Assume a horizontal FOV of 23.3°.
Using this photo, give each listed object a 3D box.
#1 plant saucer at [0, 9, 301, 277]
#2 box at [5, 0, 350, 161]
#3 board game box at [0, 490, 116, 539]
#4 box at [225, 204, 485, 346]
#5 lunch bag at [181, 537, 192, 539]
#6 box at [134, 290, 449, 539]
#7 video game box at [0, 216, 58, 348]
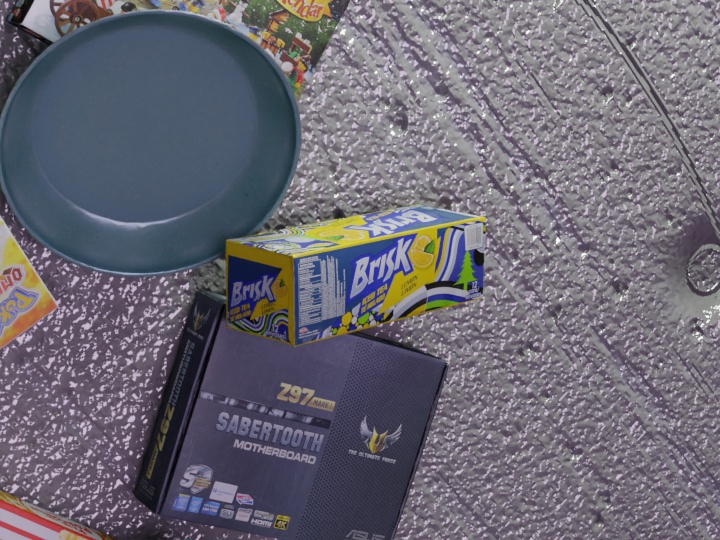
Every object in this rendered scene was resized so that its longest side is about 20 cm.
[{"bbox_3d":[-0.139,-0.088,1.145,0.199,0.036,0.201,-7,125,-11],"label":"plant saucer"},{"bbox_3d":[-0.117,-0.177,1.167,0.200,0.038,0.137,29,88,-31],"label":"box"},{"bbox_3d":[-0.274,0.218,1.168,0.200,0.046,0.152,29,87,-30],"label":"board game box"},{"bbox_3d":[0.000,0.000,1.221,0.200,0.070,0.065,-11,108,-46],"label":"box"},{"bbox_3d":[-0.126,0.301,1.155,0.200,0.170,0.122,-33,148,-39],"label":"lunch bag"},{"bbox_3d":[-0.048,0.114,1.265,0.199,0.051,0.158,17,92,-31],"label":"box"},{"bbox_3d":[-0.311,0.012,1.069,0.200,0.047,0.183,-37,134,-13],"label":"video game box"}]
